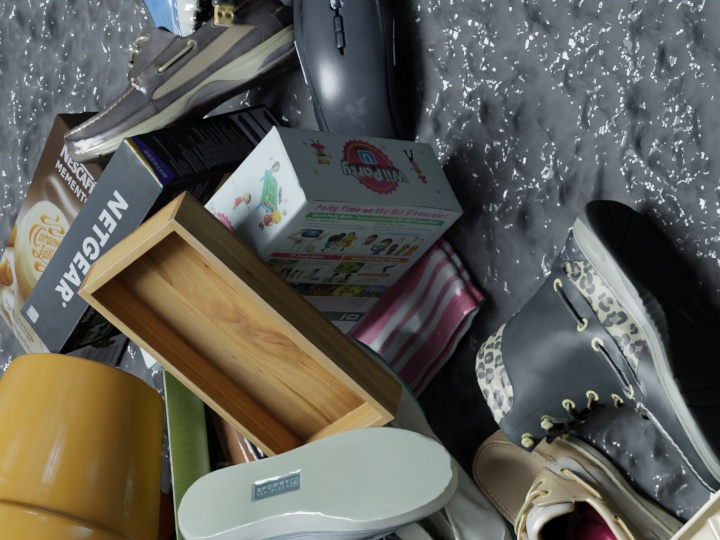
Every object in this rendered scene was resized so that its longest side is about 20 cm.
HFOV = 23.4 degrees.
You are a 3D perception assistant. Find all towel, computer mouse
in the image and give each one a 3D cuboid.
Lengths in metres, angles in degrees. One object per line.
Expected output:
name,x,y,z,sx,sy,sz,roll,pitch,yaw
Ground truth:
towel,0.000,0.000,1.274,0.200,0.030,0.147,56,129,27
computer mouse,-0.040,-0.174,1.239,0.140,0.046,0.201,-5,90,12

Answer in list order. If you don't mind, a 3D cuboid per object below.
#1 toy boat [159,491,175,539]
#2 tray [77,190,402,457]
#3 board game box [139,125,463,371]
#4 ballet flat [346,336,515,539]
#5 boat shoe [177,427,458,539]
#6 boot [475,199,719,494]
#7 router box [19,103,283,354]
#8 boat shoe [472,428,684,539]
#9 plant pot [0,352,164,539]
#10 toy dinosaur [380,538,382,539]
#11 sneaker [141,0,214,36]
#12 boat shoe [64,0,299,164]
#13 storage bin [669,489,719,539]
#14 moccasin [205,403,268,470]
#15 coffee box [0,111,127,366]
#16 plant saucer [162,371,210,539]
toy boat,-0.211,0.234,1.475,0.131,0.130,0.200,-41,61,7
tray,-0.077,0.045,1.141,0.099,0.037,0.200,-34,114,33
board game box,-0.048,-0.009,1.202,0.200,0.147,0.064,-45,58,36
ballet flat,0.026,0.132,1.200,0.200,0.069,0.069,51,129,13
boat shoe,-0.021,0.157,1.158,0.200,0.072,0.070,-13,51,22
boot,0.160,0.078,1.085,0.154,0.073,0.204,-52,54,40
router box,-0.154,-0.031,1.338,0.052,0.157,0.200,49,127,16
boat shoe,0.136,0.160,1.115,0.200,0.069,0.074,30,116,43
plant pot,-0.232,0.170,1.331,0.200,0.200,0.184,-14,56,46
toy dinosaur,0.027,0.242,1.179,0.088,0.047,0.201,121,134,-71
sneaker,-0.143,-0.245,1.368,0.089,0.078,0.201,1,95,44
boat shoe,-0.137,-0.147,1.302,0.074,0.199,0.074,60,176,1
storage bin,0.234,0.180,0.919,0.094,0.199,0.199,57,130,28
moccasin,-0.074,0.178,1.341,0.078,0.074,0.202,-32,79,25
coffee box,-0.233,-0.023,1.482,0.114,0.080,0.200,48,126,32
plant saucer,-0.135,0.160,1.370,0.200,0.031,0.201,175,90,-84
